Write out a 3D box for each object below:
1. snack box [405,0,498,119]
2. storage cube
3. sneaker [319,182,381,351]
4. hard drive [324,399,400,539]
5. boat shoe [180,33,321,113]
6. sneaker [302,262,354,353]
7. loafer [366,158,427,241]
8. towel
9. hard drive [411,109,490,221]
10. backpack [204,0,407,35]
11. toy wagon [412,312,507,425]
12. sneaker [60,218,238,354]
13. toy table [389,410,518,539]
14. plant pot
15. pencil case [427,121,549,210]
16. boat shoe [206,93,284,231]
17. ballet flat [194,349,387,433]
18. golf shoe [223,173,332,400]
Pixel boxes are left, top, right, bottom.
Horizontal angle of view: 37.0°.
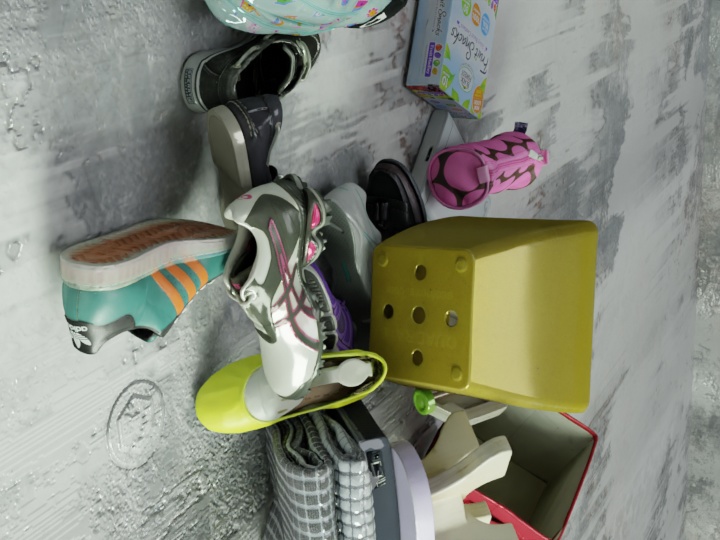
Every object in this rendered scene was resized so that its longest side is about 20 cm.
[{"bbox_3d":[0.120,-0.306,1.339,0.142,0.052,0.204,18,81,-61],"label":"snack box"},{"bbox_3d":[0.170,0.267,1.369,0.201,0.169,0.181,-56,177,-41],"label":"storage cube"},{"bbox_3d":[0.000,0.000,1.167,0.080,0.069,0.203,-49,137,-50],"label":"sneaker"},{"bbox_3d":[0.002,0.232,1.100,0.042,0.135,0.204,-10,112,-15],"label":"hard drive"},{"bbox_3d":[-0.080,-0.184,0.979,0.200,0.063,0.072,-42,132,-51],"label":"boat shoe"},{"bbox_3d":[-0.049,0.047,1.102,0.201,0.079,0.085,74,21,-52],"label":"sneaker"},{"bbox_3d":[0.036,-0.025,1.232,0.063,0.071,0.203,-42,135,-44],"label":"loafer"},{"bbox_3d":[-0.046,0.227,1.029,0.084,0.200,0.169,-10,102,-15],"label":"towel"},{"bbox_3d":[0.119,-0.095,1.413,0.200,0.026,0.134,54,49,-52],"label":"hard drive"},{"bbox_3d":[-0.054,-0.276,0.921,0.168,0.126,0.199,58,30,7],"label":"backpack"},{"bbox_3d":[0.108,0.092,1.324,0.153,0.202,0.040,-13,154,-30],"label":"toy wagon"},{"bbox_3d":[-0.165,0.010,0.867,0.199,0.070,0.081,-20,122,-56],"label":"sneaker"},{"bbox_3d":[0.085,0.238,1.099,0.201,0.115,0.186,106,-30,-61],"label":"toy table"},{"bbox_3d":[0.115,0.043,1.132,0.175,0.198,0.204,1,93,-47],"label":"plant pot"},{"bbox_3d":[0.164,-0.131,1.365,0.199,0.092,0.092,-26,118,-57],"label":"pencil case"},{"bbox_3d":[-0.086,-0.067,0.944,0.062,0.073,0.202,-29,141,-21],"label":"boat shoe"},{"bbox_3d":[-0.058,0.106,1.010,0.197,0.067,0.068,-8,85,-35],"label":"ballet flat"},{"bbox_3d":[-0.078,0.020,0.910,0.087,0.077,0.204,-16,117,-37],"label":"golf shoe"}]
